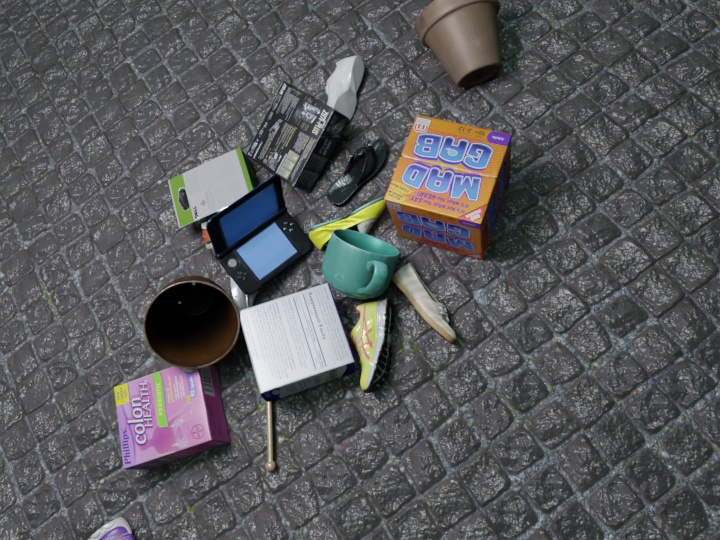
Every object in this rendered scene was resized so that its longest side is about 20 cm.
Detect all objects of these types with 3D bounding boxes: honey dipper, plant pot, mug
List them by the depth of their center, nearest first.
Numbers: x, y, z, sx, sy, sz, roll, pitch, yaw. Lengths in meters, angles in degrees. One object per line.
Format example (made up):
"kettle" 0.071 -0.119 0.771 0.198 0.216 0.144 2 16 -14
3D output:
"mug" -0.008 -0.005 1.237 0.152 0.185 0.115 21 106 9
"honey dipper" -0.190 0.318 1.243 0.038 0.038 0.201 -10 70 9
"plant pot" -0.362 0.086 1.273 0.186 0.200 0.188 -4 105 -15
"plant pot" 0.247 -0.533 1.379 0.200 0.200 0.175 -19 84 6

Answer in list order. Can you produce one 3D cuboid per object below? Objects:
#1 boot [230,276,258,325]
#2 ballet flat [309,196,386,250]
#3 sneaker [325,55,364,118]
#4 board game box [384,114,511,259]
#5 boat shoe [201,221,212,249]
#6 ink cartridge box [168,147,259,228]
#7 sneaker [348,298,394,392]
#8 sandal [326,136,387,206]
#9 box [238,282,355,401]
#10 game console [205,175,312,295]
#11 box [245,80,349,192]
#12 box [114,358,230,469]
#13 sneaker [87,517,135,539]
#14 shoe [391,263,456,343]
"boot" -0.243 0.022 1.343 0.095 0.074 0.201 -9 79 -4
"ballet flat" -0.020 -0.102 1.346 0.199 0.067 0.067 -22 89 7
"sneaker" -0.058 -0.440 1.473 0.088 0.075 0.201 9 72 34
"board game box" 0.191 -0.171 1.241 0.199 0.200 0.200 17 75 18
"boat shoe" -0.273 -0.093 1.394 0.199 0.071 0.063 -8 106 -4
"ink cartridge box" -0.351 -0.188 1.439 0.199 0.076 0.148 -22 68 6
"sneaker" 0.016 0.157 1.240 0.090 0.078 0.201 0 65 21
"sandal" -0.005 -0.238 1.392 0.075 0.048 0.201 33 81 21
"box" -0.131 0.151 1.232 0.199 0.105 0.184 -17 67 -6
"game console" -0.213 -0.075 1.284 0.200 0.118 0.171 -39 93 -23
"box" -0.150 -0.316 1.399 0.164 0.086 0.200 34 102 22
"box" -0.403 0.309 1.262 0.199 0.097 0.176 -19 68 6
"sneaker" -0.549 0.601 1.203 0.200 0.081 0.083 -44 73 -5
"shoe" 0.140 0.066 1.239 0.053 0.070 0.200 -41 65 5
